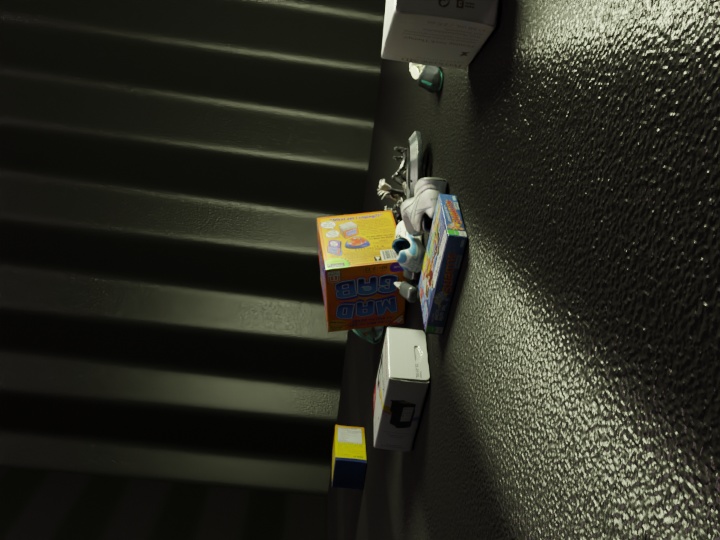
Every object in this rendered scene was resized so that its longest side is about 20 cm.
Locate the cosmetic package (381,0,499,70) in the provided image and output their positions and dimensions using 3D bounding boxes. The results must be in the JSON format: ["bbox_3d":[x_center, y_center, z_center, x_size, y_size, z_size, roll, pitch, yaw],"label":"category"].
[{"bbox_3d":[0.129,-0.456,1.034,0.200,0.162,0.172,168,107,-86],"label":"cosmetic package"}]

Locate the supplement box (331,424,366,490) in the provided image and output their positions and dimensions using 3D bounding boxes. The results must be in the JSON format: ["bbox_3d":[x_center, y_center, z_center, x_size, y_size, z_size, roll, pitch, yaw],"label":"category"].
[{"bbox_3d":[-0.040,0.631,2.128,0.201,0.105,0.113,-95,12,-70],"label":"supplement box"}]

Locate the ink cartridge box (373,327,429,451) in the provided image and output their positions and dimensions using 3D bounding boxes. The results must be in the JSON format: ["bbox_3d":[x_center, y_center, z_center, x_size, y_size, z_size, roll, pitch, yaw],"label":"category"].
[{"bbox_3d":[0.078,0.240,1.274,0.147,0.080,0.204,-89,6,-54],"label":"ink cartridge box"}]

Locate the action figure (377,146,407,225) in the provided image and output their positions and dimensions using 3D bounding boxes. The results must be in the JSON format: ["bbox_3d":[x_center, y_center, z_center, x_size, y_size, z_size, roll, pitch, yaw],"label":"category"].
[{"bbox_3d":[0.091,-0.206,1.624,0.119,0.099,0.206,120,159,-76],"label":"action figure"}]

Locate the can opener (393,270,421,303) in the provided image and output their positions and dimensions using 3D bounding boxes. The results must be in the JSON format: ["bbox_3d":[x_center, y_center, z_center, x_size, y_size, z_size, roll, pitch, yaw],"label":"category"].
[{"bbox_3d":[0.110,0.025,1.352,0.200,0.052,0.069,-139,55,-83],"label":"can opener"}]

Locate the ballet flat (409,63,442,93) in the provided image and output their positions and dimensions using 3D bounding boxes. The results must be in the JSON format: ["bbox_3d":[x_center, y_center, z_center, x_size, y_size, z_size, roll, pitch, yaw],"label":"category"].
[{"bbox_3d":[0.147,-0.469,1.451,0.202,0.071,0.075,-90,8,-55],"label":"ballet flat"}]

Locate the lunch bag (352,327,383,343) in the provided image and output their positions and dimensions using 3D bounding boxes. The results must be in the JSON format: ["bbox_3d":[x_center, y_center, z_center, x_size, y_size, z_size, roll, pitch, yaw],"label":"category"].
[{"bbox_3d":[0.019,0.108,1.986,0.173,0.118,0.203,-95,-13,-52],"label":"lunch bag"}]

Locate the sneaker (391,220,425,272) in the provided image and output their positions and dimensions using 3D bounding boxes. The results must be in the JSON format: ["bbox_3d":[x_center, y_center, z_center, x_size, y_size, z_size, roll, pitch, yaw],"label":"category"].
[{"bbox_3d":[0.101,-0.066,1.404,0.073,0.071,0.201,-57,19,21],"label":"sneaker"}]

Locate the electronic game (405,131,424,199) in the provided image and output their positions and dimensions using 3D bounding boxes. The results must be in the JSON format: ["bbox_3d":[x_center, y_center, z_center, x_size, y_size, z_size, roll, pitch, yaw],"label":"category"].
[{"bbox_3d":[0.131,-0.224,1.482,0.200,0.040,0.207,0,-90,-89],"label":"electronic game"}]

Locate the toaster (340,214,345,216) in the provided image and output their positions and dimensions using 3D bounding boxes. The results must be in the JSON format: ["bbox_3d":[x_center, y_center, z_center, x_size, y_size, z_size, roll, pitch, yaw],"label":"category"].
[{"bbox_3d":[0.008,-0.080,2.061,0.202,0.175,0.121,-88,4,-54],"label":"toaster"}]

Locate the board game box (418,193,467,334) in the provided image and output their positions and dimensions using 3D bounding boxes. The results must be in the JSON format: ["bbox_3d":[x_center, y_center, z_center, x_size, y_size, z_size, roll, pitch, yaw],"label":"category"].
[{"bbox_3d":[0.140,-0.011,1.102,0.137,0.033,0.204,-91,8,-54],"label":"board game box"}]

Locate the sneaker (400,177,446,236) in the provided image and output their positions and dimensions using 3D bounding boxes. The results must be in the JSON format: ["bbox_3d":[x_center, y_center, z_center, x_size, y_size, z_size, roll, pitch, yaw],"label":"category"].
[{"bbox_3d":[0.124,-0.109,1.262,0.201,0.072,0.090,106,164,-69],"label":"sneaker"}]

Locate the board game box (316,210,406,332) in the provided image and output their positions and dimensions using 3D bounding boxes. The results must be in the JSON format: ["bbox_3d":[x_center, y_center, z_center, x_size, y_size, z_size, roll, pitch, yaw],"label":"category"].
[{"bbox_3d":[0.000,0.000,1.562,0.203,0.193,0.204,-103,10,-48],"label":"board game box"}]
